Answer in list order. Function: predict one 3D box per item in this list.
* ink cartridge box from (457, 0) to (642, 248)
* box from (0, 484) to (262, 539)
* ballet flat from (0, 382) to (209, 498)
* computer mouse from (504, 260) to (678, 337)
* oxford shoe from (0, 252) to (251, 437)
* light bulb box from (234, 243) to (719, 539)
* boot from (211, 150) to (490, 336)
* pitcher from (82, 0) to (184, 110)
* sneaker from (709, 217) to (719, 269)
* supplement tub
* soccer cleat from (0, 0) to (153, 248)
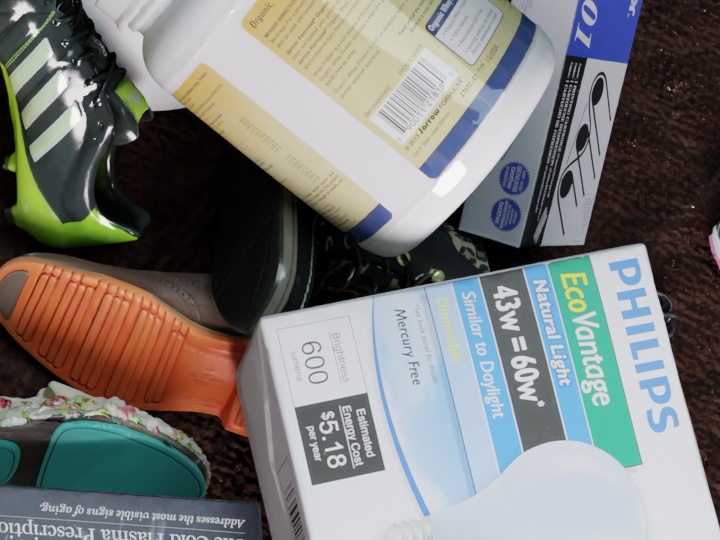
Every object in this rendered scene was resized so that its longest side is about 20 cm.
[{"bbox_3d":[0.115,-0.115,1.315,0.044,0.201,0.094,17,10,27],"label":"ink cartridge box"},{"bbox_3d":[-0.148,0.204,1.086,0.199,0.104,0.183,6,63,-24],"label":"box"},{"bbox_3d":[-0.171,0.082,1.154,0.199,0.076,0.064,8,35,-29],"label":"ballet flat"},{"bbox_3d":[0.132,0.080,1.331,0.140,0.046,0.201,15,59,-21],"label":"computer mouse"},{"bbox_3d":[-0.101,0.032,1.237,0.199,0.071,0.073,23,32,-15],"label":"oxford shoe"},{"bbox_3d":[0.059,0.110,1.142,0.199,0.125,0.199,-12,77,-12],"label":"light bulb box"},{"bbox_3d":[0.001,-0.002,1.252,0.153,0.074,0.204,28,21,-16],"label":"boot"},{"bbox_3d":[-0.077,-0.176,1.267,0.199,0.172,0.121,-7,28,-4],"label":"pitcher"},{"bbox_3d":[0.317,0.002,1.443,0.200,0.086,0.080,30,53,-9],"label":"sneaker"},{"bbox_3d":[-0.018,-0.118,1.159,0.200,0.144,0.145,39,54,-9],"label":"supplement tub"},{"bbox_3d":[-0.152,-0.105,1.204,0.081,0.201,0.068,2,27,16],"label":"soccer cleat"}]
